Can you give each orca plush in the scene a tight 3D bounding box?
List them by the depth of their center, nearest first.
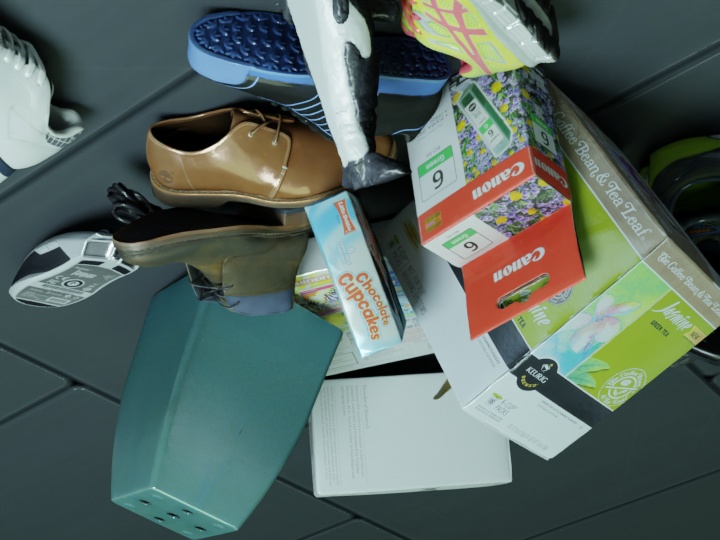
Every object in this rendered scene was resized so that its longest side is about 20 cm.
[{"bbox_3d":[0.002,-0.159,0.794,0.071,0.202,0.105,-19,177,-19],"label":"orca plush"}]

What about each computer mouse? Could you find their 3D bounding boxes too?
[{"bbox_3d":[-0.226,-0.020,1.028,0.199,0.044,0.109,-22,157,32],"label":"computer mouse"}]

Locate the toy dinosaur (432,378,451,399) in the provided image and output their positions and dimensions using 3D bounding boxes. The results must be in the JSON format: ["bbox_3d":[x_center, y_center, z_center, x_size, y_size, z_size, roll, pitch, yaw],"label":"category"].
[{"bbox_3d":[0.134,0.071,1.164,0.200,0.058,0.102,-42,131,-17],"label":"toy dinosaur"}]

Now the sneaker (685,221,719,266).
[{"bbox_3d":[0.298,-0.005,1.116,0.075,0.079,0.201,5,143,-16],"label":"sneaker"}]

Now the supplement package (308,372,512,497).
[{"bbox_3d":[0.047,0.171,1.265,0.198,0.118,0.117,-4,168,-4],"label":"supplement package"}]

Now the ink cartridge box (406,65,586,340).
[{"bbox_3d":[0.095,-0.061,0.895,0.109,0.201,0.050,-32,137,32],"label":"ink cartridge box"}]

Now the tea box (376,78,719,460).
[{"bbox_3d":[0.148,-0.001,0.953,0.197,0.201,0.133,-42,135,17],"label":"tea box"}]

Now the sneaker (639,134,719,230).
[{"bbox_3d":[0.329,-0.083,0.993,0.199,0.081,0.074,-25,120,23],"label":"sneaker"}]

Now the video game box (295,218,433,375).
[{"bbox_3d":[0.015,0.026,1.143,0.198,0.047,0.183,-12,147,7],"label":"video game box"}]

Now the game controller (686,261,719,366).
[{"bbox_3d":[0.249,0.014,1.042,0.199,0.104,0.042,25,130,25],"label":"game controller"}]

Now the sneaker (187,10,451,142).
[{"bbox_3d":[-0.034,-0.133,0.888,0.198,0.071,0.078,6,137,-19],"label":"sneaker"}]

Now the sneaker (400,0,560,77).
[{"bbox_3d":[0.055,-0.190,0.819,0.090,0.079,0.200,-17,141,32],"label":"sneaker"}]

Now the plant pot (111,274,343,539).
[{"bbox_3d":[-0.134,0.125,1.076,0.141,0.201,0.141,31,150,-23],"label":"plant pot"}]

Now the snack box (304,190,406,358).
[{"bbox_3d":[0.000,0.000,0.957,0.037,0.117,0.200,-21,-179,3],"label":"snack box"}]

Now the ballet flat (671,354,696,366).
[{"bbox_3d":[0.223,0.026,1.113,0.199,0.067,0.057,24,168,7],"label":"ballet flat"}]

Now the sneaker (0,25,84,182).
[{"bbox_3d":[-0.266,-0.145,0.844,0.080,0.077,0.200,-21,149,2],"label":"sneaker"}]

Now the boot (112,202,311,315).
[{"bbox_3d":[-0.112,0.000,0.970,0.074,0.098,0.199,17,-160,40],"label":"boot"}]

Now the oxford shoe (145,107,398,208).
[{"bbox_3d":[-0.070,-0.094,0.941,0.198,0.072,0.072,-6,138,-1],"label":"oxford shoe"}]
